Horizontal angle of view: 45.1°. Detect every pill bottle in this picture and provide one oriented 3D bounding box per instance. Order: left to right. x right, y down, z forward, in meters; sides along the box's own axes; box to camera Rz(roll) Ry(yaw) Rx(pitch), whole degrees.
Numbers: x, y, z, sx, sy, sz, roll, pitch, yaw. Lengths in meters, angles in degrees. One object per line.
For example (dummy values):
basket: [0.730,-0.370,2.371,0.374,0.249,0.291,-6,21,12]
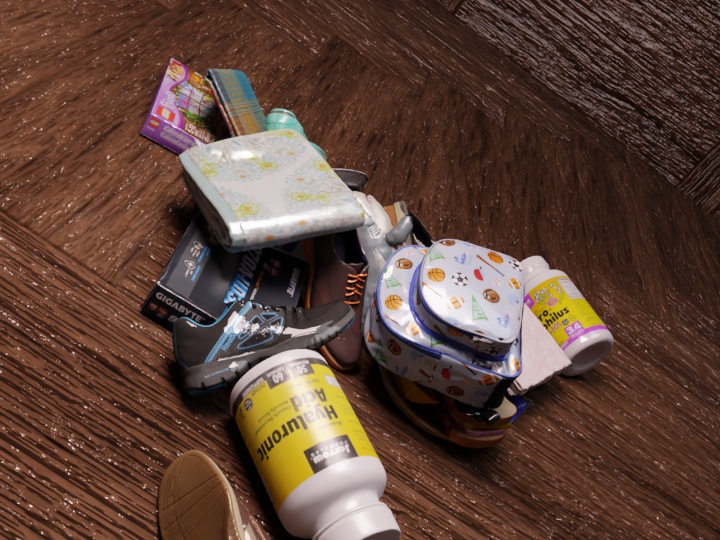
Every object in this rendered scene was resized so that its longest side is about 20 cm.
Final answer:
pill bottle: [-0.042,0.185,0.839,0.111,0.112,0.201,6,42,-46]
pill bottle: [0.332,0.072,1.467,0.104,0.104,0.201,10,39,-43]

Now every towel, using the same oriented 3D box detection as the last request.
towel: [-0.172,-0.226,1.271,0.200,0.022,0.148,-65,131,-77]
towel: [-0.111,-0.100,1.037,0.170,0.048,0.200,-15,43,-23]
towel: [0.217,0.092,1.303,0.192,0.032,0.199,53,30,18]

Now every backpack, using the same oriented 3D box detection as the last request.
backpack: [0.103,0.057,1.046,0.189,0.155,0.201,13,43,1]

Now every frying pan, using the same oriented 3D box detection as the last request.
frying pan: [-0.045,-0.127,1.365,0.114,0.190,0.031,-1,80,-2]

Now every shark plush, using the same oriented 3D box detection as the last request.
shark plush: [0.000,0.000,1.147,0.083,0.202,0.091,13,-1,-25]

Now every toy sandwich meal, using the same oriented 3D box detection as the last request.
toy sandwich meal: [0.110,0.142,1.130,0.204,0.070,0.206,29,29,-18]

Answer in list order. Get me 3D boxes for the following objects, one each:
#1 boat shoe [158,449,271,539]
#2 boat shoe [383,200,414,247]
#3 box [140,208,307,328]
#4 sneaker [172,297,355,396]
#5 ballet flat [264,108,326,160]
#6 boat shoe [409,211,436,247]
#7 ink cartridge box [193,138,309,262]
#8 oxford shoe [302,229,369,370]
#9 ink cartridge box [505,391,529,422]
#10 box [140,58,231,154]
boat shoe: [-0.109,0.243,0.738,0.200,0.072,0.072,48,-3,37]
boat shoe: [0.048,-0.015,1.294,0.076,0.073,0.201,74,7,-48]
box: [-0.152,0.020,1.018,0.158,0.046,0.201,33,28,-12]
sneaker: [-0.098,0.059,0.903,0.198,0.073,0.083,-19,83,-25]
ballet flat: [-0.104,-0.177,1.330,0.067,0.071,0.200,8,-12,15]
boat shoe: [0.119,-0.010,1.377,0.202,0.063,0.074,48,24,12]
ink cartridge box: [-0.121,-0.082,1.169,0.199,0.041,0.200,22,19,-47]
oxford shoe: [-0.025,0.022,1.066,0.071,0.072,0.202,-7,85,-38]
ink cartridge box: [0.169,0.129,1.263,0.200,0.037,0.094,49,28,13]
box: [-0.241,-0.227,1.283,0.136,0.039,0.201,28,30,-21]
